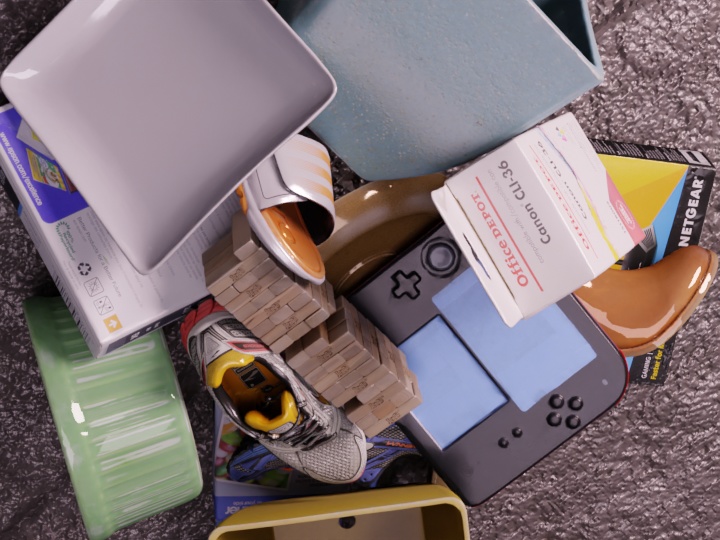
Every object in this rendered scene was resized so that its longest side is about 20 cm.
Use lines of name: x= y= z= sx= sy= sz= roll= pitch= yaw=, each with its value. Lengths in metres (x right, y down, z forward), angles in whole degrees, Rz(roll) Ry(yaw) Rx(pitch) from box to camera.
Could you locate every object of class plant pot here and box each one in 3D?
plant pot: x=0.000 y=0.000 z=1.418 sx=0.200 sy=0.028 sz=0.200 roll=-28 pitch=154 yaw=-15
plant pot: x=0.036 y=-0.185 z=1.330 sx=0.200 sy=0.197 sz=0.196 roll=-38 pitch=114 yaw=21
plant pot: x=-0.005 y=0.268 z=1.458 sx=0.199 sy=0.176 sz=0.201 roll=-7 pitch=99 yaw=2

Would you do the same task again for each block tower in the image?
block tower: x=-0.038 y=0.040 z=1.338 sx=0.058 sy=0.054 sz=0.200 roll=-36 pitch=120 yaw=14

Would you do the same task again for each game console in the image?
game console: x=0.092 y=0.064 z=1.404 sx=0.177 sy=0.031 sz=0.200 roll=-39 pitch=97 yaw=6

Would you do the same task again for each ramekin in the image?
ramekin: x=-0.194 y=0.106 z=1.415 sx=0.097 sy=0.200 sz=0.201 roll=-16 pitch=115 yaw=-9

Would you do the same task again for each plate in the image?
plate: x=-0.138 y=-0.132 z=1.287 sx=0.200 sy=0.032 sz=0.200 roll=-43 pitch=73 yaw=14

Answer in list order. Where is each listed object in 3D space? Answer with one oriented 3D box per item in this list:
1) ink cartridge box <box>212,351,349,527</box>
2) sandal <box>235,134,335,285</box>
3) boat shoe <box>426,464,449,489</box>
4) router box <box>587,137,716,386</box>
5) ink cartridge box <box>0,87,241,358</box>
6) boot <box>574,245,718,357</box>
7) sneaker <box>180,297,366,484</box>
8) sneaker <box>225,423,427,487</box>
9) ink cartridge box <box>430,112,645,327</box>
ink cartridge box: x=-0.067 y=0.147 z=1.534 sx=0.119 sy=0.042 sz=0.201 roll=-1 pitch=115 yaw=-8
sandal: x=-0.060 y=-0.088 z=1.312 sx=0.059 sy=0.207 sz=0.079 roll=-31 pitch=152 yaw=18
boat shoe: x=0.065 y=0.106 z=1.522 sx=0.066 sy=0.074 sz=0.201 roll=4 pitch=102 yaw=-7
router box: x=0.201 y=-0.008 z=1.498 sx=0.148 sy=0.051 sz=0.201 roll=6 pitch=112 yaw=-8
ink cartridge box: x=-0.159 y=-0.064 z=1.361 sx=0.199 sy=0.043 sz=0.199 roll=-26 pitch=83 yaw=-23
boot: x=0.172 y=0.006 z=1.442 sx=0.200 sy=0.077 sz=0.155 roll=-37 pitch=105 yaw=17
sneaker: x=-0.064 y=0.108 z=1.364 sx=0.078 sy=0.082 sz=0.200 roll=-38 pitch=125 yaw=11
sneaker: x=-0.014 y=0.146 z=1.465 sx=0.199 sy=0.075 sz=0.079 roll=-15 pitch=100 yaw=10
ink cartridge box: x=0.132 y=-0.040 z=1.304 sx=0.067 sy=0.200 sz=0.117 roll=-32 pitch=89 yaw=25
